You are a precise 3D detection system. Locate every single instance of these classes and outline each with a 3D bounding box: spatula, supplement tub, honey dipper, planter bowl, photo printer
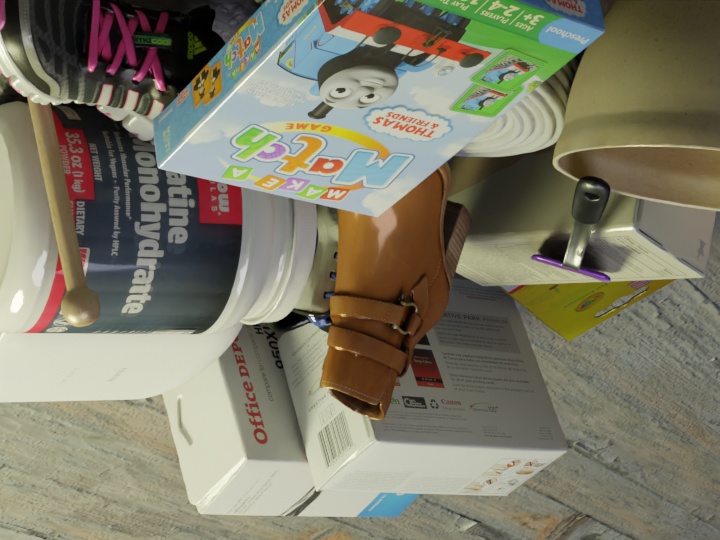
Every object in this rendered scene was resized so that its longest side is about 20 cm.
[{"bbox_3d":[0.138,-0.023,1.003,0.056,0.021,0.200,16,163,8],"label":"spatula"},{"bbox_3d":[-0.142,-0.030,1.010,0.198,0.141,0.141,1,143,-31],"label":"supplement tub"},{"bbox_3d":[-0.173,-0.068,0.892,0.038,0.202,0.038,-12,-178,1],"label":"honey dipper"},{"bbox_3d":[0.215,-0.113,0.892,0.198,0.136,0.200,9,175,1],"label":"planter bowl"},{"bbox_3d":[-0.187,0.042,1.141,0.198,0.070,0.166,2,157,-32],"label":"photo printer"}]

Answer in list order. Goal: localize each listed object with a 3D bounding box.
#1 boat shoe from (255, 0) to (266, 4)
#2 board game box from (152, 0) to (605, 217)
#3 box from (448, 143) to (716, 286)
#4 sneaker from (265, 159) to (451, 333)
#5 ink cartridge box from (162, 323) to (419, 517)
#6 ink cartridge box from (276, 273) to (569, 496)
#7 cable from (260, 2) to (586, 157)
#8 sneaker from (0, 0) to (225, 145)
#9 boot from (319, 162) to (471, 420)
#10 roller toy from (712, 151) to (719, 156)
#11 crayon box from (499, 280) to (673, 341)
[{"bbox_3d":[-0.038,-0.168,0.832,0.198,0.068,0.072,0,163,8],"label":"boat shoe"},{"bbox_3d":[0.005,-0.101,0.831,0.150,0.037,0.200,11,148,-35],"label":"board game box"},{"bbox_3d":[0.141,-0.042,1.115,0.199,0.079,0.095,-2,157,43],"label":"box"},{"bbox_3d":[-0.004,-0.016,1.135,0.199,0.116,0.080,-37,146,24],"label":"sneaker"},{"bbox_3d":[-0.048,0.115,1.282,0.199,0.146,0.084,7,139,-37],"label":"ink cartridge box"},{"bbox_3d":[0.044,0.080,1.257,0.199,0.177,0.084,8,143,-37],"label":"ink cartridge box"},{"bbox_3d":[0.036,-0.129,0.950,0.198,0.070,0.200,8,165,24],"label":"cable"},{"bbox_3d":[-0.121,-0.120,0.877,0.087,0.075,0.199,-6,164,29],"label":"sneaker"},{"bbox_3d":[0.000,0.000,1.016,0.076,0.156,0.200,18,165,24],"label":"boot"},{"bbox_3d":[0.276,-0.126,1.055,0.140,0.183,0.199,-43,144,25],"label":"roller toy"},{"bbox_3d":[0.174,-0.019,1.294,0.126,0.051,0.200,-30,147,16],"label":"crayon box"}]
